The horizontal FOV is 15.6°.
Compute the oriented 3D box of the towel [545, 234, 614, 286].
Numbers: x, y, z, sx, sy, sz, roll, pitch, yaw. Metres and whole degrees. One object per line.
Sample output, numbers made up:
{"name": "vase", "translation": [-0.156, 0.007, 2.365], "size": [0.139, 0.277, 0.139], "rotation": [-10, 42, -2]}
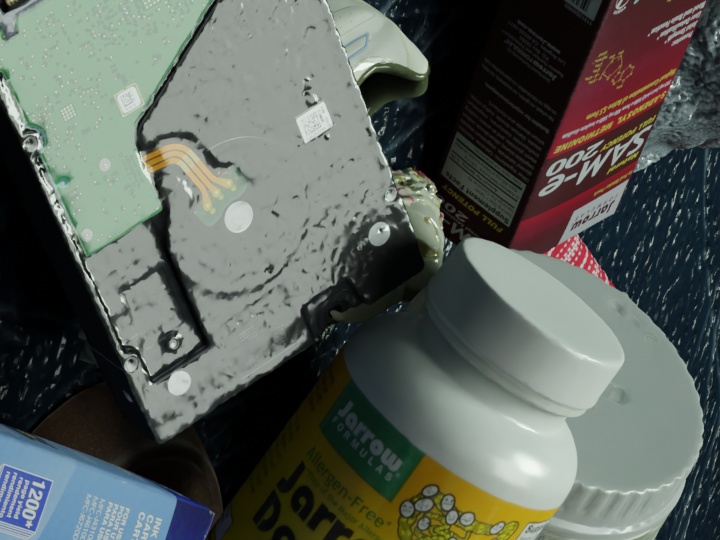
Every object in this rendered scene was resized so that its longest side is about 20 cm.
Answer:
{"name": "towel", "translation": [0.095, 0.037, 1.510], "size": [0.145, 0.022, 0.200], "rotation": [-66, 153, -13]}

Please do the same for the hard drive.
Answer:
{"name": "hard drive", "translation": [-0.066, -0.050, 1.021], "size": [0.140, 0.038, 0.200], "rotation": [-34, 124, -19]}

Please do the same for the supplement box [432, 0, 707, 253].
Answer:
{"name": "supplement box", "translation": [0.110, -0.102, 1.331], "size": [0.109, 0.061, 0.200], "rotation": [-28, 149, -43]}

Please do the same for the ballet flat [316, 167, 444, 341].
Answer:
{"name": "ballet flat", "translation": [0.000, 0.000, 1.255], "size": [0.200, 0.064, 0.076], "rotation": [-27, 129, -56]}

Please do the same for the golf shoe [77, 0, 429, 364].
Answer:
{"name": "golf shoe", "translation": [-0.043, -0.036, 1.096], "size": [0.200, 0.097, 0.078], "rotation": [-60, 174, -18]}

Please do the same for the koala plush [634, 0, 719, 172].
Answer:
{"name": "koala plush", "translation": [0.218, -0.119, 1.444], "size": [0.184, 0.200, 0.178], "rotation": [-54, 150, -30]}

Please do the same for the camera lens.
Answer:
{"name": "camera lens", "translation": [0.051, 0.108, 1.255], "size": [0.160, 0.160, 0.200], "rotation": [-36, 165, -50]}

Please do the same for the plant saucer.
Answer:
{"name": "plant saucer", "translation": [-0.117, 0.148, 1.160], "size": [0.200, 0.034, 0.201], "rotation": [-43, 143, -44]}

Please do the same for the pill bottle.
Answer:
{"name": "pill bottle", "translation": [0.019, 0.090, 1.095], "size": [0.200, 0.113, 0.113], "rotation": [-54, 158, 16]}

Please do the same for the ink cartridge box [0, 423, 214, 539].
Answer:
{"name": "ink cartridge box", "translation": [-0.143, 0.130, 1.011], "size": [0.200, 0.076, 0.137], "rotation": [27, 82, -54]}
